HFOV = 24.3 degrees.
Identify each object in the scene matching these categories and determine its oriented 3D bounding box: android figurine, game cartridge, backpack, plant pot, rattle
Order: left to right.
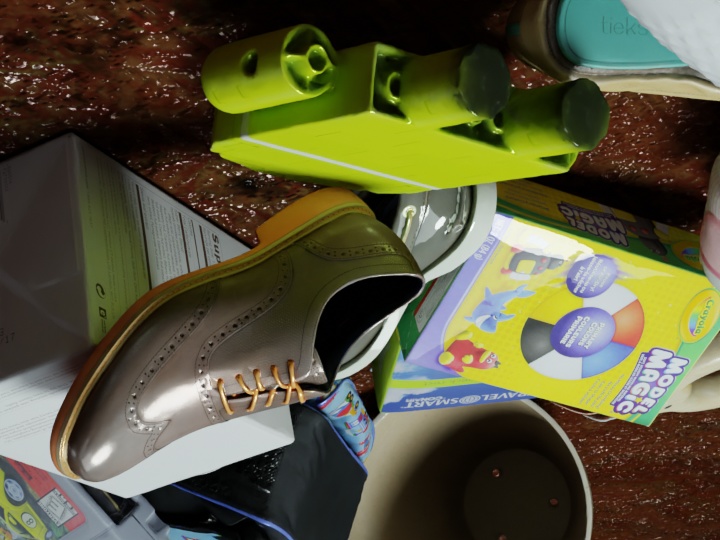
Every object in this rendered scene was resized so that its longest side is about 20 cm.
[{"bbox_3d":[-0.209,0.123,1.025,0.041,0.200,0.133,-44,-175,-38],"label":"game cartridge"},{"bbox_3d":[-0.106,0.116,1.087,0.198,0.136,0.183,15,162,19],"label":"backpack"},{"bbox_3d":[0.012,-0.069,0.767,0.181,0.042,0.199,11,171,-37],"label":"android figurine"},{"bbox_3d":[0.101,0.184,1.284,0.185,0.190,0.200,-15,169,15],"label":"plant pot"},{"bbox_3d":[0.247,0.119,1.218,0.198,0.144,0.130,-21,173,13],"label":"rattle"}]

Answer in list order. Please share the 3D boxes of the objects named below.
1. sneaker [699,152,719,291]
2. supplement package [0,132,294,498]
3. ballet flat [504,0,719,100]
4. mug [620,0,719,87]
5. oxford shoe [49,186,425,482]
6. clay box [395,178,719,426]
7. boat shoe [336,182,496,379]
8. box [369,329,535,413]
[{"bbox_3d":[0.262,-0.011,0.845,0.199,0.076,0.105,22,148,28],"label":"sneaker"},{"bbox_3d":[-0.140,0.033,0.903,0.120,0.121,0.200,-20,153,20],"label":"supplement package"},{"bbox_3d":[0.159,-0.111,0.779,0.198,0.070,0.063,5,-179,-22],"label":"ballet flat"},{"bbox_3d":[0.163,-0.130,0.641,0.174,0.149,0.199,16,177,-27],"label":"mug"},{"bbox_3d":[-0.057,0.039,0.793,0.199,0.073,0.072,-39,144,-15],"label":"oxford shoe"},{"bbox_3d":[0.132,0.022,0.971,0.198,0.048,0.115,16,124,-22],"label":"clay box"},{"bbox_3d":[0.000,-0.003,0.938,0.060,0.073,0.202,8,145,-30],"label":"boat shoe"},{"bbox_3d":[0.074,0.040,1.087,0.120,0.048,0.200,-4,155,-8],"label":"box"}]
